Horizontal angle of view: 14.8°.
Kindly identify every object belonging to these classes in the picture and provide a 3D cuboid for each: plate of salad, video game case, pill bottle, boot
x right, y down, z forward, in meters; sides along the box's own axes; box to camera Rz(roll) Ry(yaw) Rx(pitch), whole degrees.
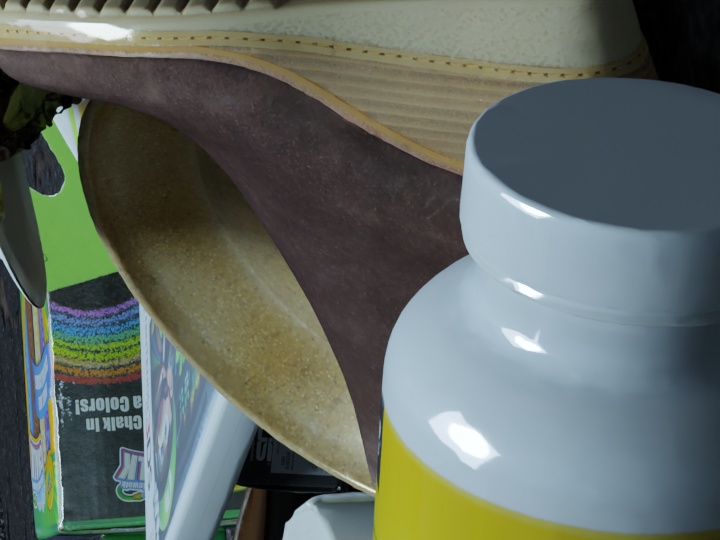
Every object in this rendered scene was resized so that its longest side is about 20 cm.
[{"bbox_3d":[-0.120,-0.087,0.857,0.200,0.048,0.201,164,90,-89],"label":"plate of salad"},{"bbox_3d":[-0.068,0.016,1.170,0.200,0.023,0.182,113,156,-55],"label":"video game case"},{"bbox_3d":[0.058,0.060,0.673,0.112,0.112,0.200,-114,24,-59],"label":"pill bottle"},{"bbox_3d":[-0.008,-0.009,0.767,0.072,0.200,0.167,-54,-37,-53],"label":"boot"}]

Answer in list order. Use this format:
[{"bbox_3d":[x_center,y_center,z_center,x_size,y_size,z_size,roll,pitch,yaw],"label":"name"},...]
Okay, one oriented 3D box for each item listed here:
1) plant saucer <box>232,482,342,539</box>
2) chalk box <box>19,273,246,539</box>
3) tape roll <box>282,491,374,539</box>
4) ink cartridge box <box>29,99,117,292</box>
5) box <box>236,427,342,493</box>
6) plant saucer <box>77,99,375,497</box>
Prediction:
[{"bbox_3d":[-0.043,0.163,1.265,0.200,0.032,0.201,-169,90,-82],"label":"plant saucer"},{"bbox_3d":[-0.103,0.077,1.410,0.124,0.125,0.201,153,114,-77],"label":"chalk box"},{"bbox_3d":[0.019,0.180,0.991,0.202,0.071,0.203,177,90,-79],"label":"tape roll"},{"bbox_3d":[-0.085,-0.052,1.006,0.148,0.200,0.076,62,-147,-21],"label":"ink cartridge box"},{"bbox_3d":[-0.037,-0.018,1.204,0.158,0.048,0.201,-145,60,-76],"label":"box"},{"bbox_3d":[0.000,0.000,0.882,0.035,0.200,0.200,-51,-12,-30],"label":"plant saucer"}]
